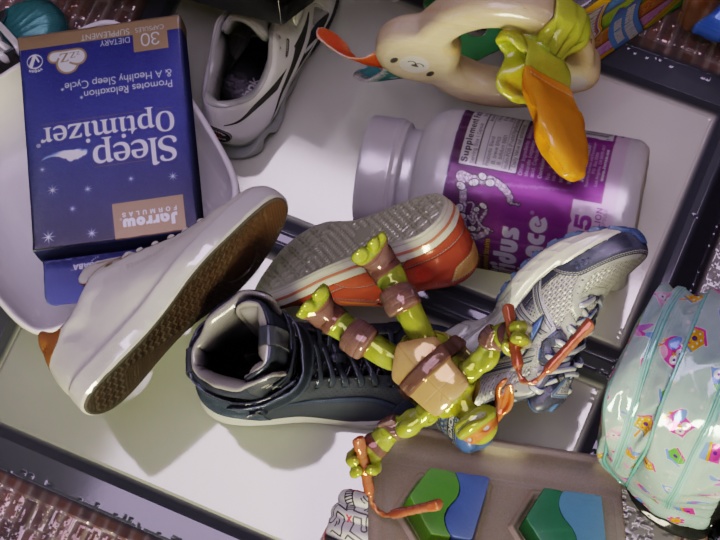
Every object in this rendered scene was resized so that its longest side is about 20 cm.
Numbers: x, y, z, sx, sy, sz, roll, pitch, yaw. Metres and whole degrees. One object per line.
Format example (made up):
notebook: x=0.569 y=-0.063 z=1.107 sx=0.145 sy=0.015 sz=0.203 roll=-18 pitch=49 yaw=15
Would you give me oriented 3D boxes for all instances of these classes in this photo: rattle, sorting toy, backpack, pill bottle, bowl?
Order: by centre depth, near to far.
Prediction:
backpack: x=0.226 y=0.090 z=1.311 sx=0.127 sy=0.200 sz=0.167 roll=15 pitch=76 yaw=10
sorting toy: x=0.096 y=0.200 z=1.321 sx=0.185 sy=0.036 sz=0.200 roll=10 pitch=54 yaw=-12
rattle: x=0.061 y=-0.114 z=1.363 sx=0.200 sy=0.130 sz=0.143 roll=-3 pitch=78 yaw=16
pill bottle: x=0.099 y=-0.054 z=1.414 sx=0.200 sy=0.112 sz=0.112 roll=10 pitch=74 yaw=9
bowl: x=-0.202 y=-0.061 z=1.465 sx=0.200 sy=0.075 sz=0.200 roll=-34 pitch=72 yaw=-5

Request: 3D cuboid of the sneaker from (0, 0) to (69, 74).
sneaker: x=-0.306 y=-0.141 z=1.495 sx=0.200 sy=0.080 sz=0.071 roll=-41 pitch=74 yaw=-8

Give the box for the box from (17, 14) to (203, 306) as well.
box: x=-0.177 y=-0.080 z=1.416 sx=0.121 sy=0.032 sz=0.200 roll=-8 pitch=74 yaw=2

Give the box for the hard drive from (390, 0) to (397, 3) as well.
hard drive: x=0.079 y=-0.288 z=1.408 sx=0.200 sy=0.026 sz=0.132 roll=-29 pitch=63 yaw=-2

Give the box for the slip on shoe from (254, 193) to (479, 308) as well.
slip on shoe: x=0.000 y=0.000 z=1.389 sx=0.200 sy=0.061 sz=0.074 roll=-16 pitch=34 yaw=41

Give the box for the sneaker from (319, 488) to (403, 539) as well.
sneaker: x=0.064 y=0.213 z=1.359 sx=0.201 sy=0.067 sz=0.108 roll=15 pitch=77 yaw=12

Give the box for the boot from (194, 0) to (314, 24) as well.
boot: x=-0.095 y=-0.260 z=1.472 sx=0.200 sy=0.066 sz=0.165 roll=12 pitch=57 yaw=35

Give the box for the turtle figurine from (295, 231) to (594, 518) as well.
turtle figurine: x=0.047 y=0.053 z=1.298 sx=0.200 sy=0.064 sz=0.161 roll=-44 pitch=83 yaw=23

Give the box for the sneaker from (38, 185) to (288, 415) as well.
sneaker: x=-0.141 y=0.001 z=1.356 sx=0.200 sy=0.073 sz=0.085 roll=-43 pitch=63 yaw=-4

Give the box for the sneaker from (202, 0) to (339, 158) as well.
sneaker: x=-0.068 y=-0.189 z=1.486 sx=0.074 sy=0.089 sz=0.200 roll=14 pitch=73 yaw=11

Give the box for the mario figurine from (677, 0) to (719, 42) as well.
mario figurine: x=0.339 y=-0.171 z=1.431 sx=0.200 sy=0.106 sz=0.123 roll=33 pitch=77 yaw=16

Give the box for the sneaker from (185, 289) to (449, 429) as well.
sneaker: x=-0.022 y=0.061 z=1.375 sx=0.202 sy=0.146 sz=0.077 roll=-8 pitch=71 yaw=2

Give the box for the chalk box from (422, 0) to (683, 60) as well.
chalk box: x=0.144 y=-0.222 z=1.457 sx=0.200 sy=0.124 sz=0.125 roll=-33 pitch=74 yaw=-4

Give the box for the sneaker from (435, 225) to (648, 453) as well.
sneaker: x=0.124 y=0.050 z=1.333 sx=0.200 sy=0.077 sz=0.085 roll=-42 pitch=62 yaw=22
